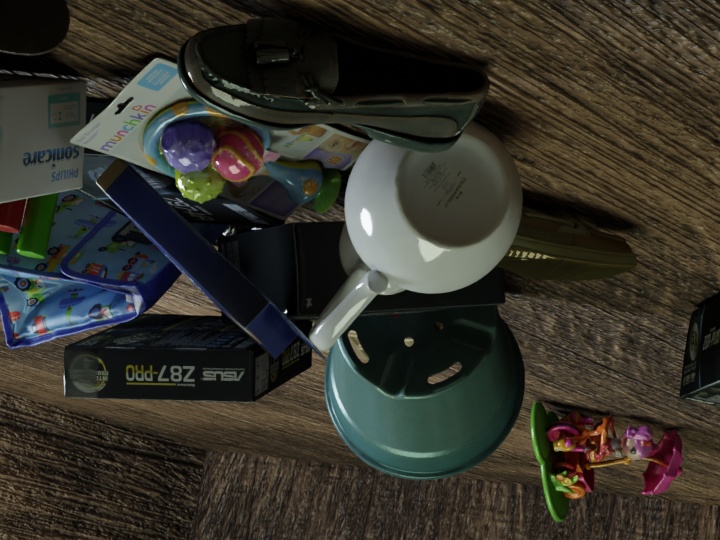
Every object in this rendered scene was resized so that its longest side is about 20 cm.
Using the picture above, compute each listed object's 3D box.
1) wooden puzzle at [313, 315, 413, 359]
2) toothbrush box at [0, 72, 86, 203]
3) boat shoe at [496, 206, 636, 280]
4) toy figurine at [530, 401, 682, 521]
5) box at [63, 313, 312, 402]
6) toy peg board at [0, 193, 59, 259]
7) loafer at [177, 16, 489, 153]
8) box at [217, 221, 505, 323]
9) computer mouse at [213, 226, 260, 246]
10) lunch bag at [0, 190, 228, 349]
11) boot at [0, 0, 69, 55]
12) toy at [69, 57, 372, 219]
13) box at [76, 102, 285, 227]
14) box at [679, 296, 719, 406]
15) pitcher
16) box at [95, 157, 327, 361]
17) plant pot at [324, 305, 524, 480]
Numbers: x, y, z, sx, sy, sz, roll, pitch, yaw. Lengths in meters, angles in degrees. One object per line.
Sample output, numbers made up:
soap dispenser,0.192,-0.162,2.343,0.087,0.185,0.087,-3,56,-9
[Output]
wooden puzzle,-0.009,0.069,2.219,0.198,0.047,0.185,4,169,10
toothbrush box,-0.319,-0.102,1.418,0.198,0.086,0.146,8,-170,21
boat shoe,0.129,-0.034,1.546,0.199,0.064,0.073,8,166,-17
toy figurine,0.340,0.241,2.628,0.182,0.151,0.201,-7,139,18
box,-0.139,0.071,1.627,0.159,0.050,0.200,3,-173,11
toy peg board,-0.353,-0.081,1.640,0.198,0.099,0.199,5,168,27
loafer,-0.013,-0.124,1.206,0.198,0.073,0.063,9,151,-27
box,0.000,0.000,1.627,0.198,0.080,0.141,-2,179,-31
computer mouse,-0.080,-0.005,1.878,0.198,0.053,0.138,14,168,-17
lunch bag,-0.208,-0.008,1.709,0.198,0.151,0.095,-2,120,34
boot,-0.261,-0.156,1.247,0.185,0.065,0.200,24,166,4
toy,-0.097,-0.079,1.425,0.199,0.048,0.115,16,141,-38
box,-0.169,-0.085,1.577,0.159,0.044,0.200,5,168,26
box,0.406,0.084,1.755,0.198,0.087,0.164,11,169,-4
pitcher,0.030,-0.021,1.379,0.121,0.172,0.200,34,168,-5
box,-0.112,0.003,1.494,0.200,0.032,0.121,42,176,15
plant pot,0.057,0.075,1.829,0.198,0.202,0.196,9,162,7
